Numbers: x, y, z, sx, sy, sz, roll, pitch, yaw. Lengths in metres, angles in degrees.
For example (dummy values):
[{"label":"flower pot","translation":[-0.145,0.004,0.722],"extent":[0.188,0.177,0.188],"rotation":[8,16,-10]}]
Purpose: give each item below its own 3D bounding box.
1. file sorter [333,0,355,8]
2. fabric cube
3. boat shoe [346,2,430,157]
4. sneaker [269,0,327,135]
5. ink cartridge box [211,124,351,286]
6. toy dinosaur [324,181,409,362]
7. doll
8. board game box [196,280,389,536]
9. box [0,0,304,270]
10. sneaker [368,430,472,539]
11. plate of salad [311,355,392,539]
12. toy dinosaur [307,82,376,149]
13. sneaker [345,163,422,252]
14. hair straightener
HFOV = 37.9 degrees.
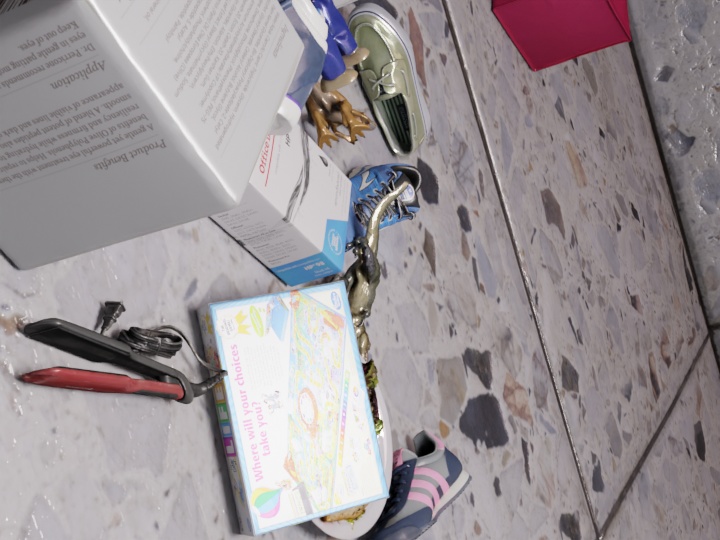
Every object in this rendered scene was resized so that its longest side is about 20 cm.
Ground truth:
[{"label":"file sorter","translation":[-0.054,-0.397,1.146],"extent":[0.124,0.138,0.201],"rotation":[-19,94,-60]},{"label":"fabric cube","translation":[0.365,-0.521,1.910],"extent":[0.196,0.200,0.200],"rotation":[43,42,-47]},{"label":"boat shoe","translation":[0.038,-0.235,1.308],"extent":[0.200,0.072,0.062],"rotation":[62,28,-29]},{"label":"sneaker","translation":[-0.120,-0.222,0.926],"extent":[0.200,0.081,0.147],"rotation":[25,68,-23]},{"label":"ink cartridge box","translation":[-0.090,-0.087,1.004],"extent":[0.200,0.067,0.116],"rotation":[44,41,-44]},{"label":"toy dinosaur","translation":[0.000,0.000,1.091],"extent":[0.088,0.047,0.201],"rotation":[2,103,-62]},{"label":"doll","translation":[-0.062,-0.274,1.034],"extent":[0.200,0.048,0.137],"rotation":[57,40,-32]},{"label":"board game box","translation":[-0.059,0.118,0.929],"extent":[0.134,0.034,0.201],"rotation":[-9,85,-28]},{"label":"box","translation":[-0.178,-0.139,0.726],"extent":[0.171,0.199,0.200],"rotation":[56,33,-33]},{"label":"sneaker","translation":[0.047,0.240,1.124],"extent":[0.082,0.070,0.200],"rotation":[54,29,4]},{"label":"plate of salad","translation":[-0.013,0.158,1.022],"extent":[0.200,0.048,0.201],"rotation":[31,52,-50]},{"label":"toy dinosaur","translation":[-0.043,-0.191,1.173],"extent":[0.200,0.060,0.106],"rotation":[44,17,-53]},{"label":"sneaker","translation":[0.012,-0.079,1.166],"extent":[0.079,0.089,0.200],"rotation":[66,31,-16]},{"label":"hair straightener","translation":[-0.173,0.058,0.807],"extent":[0.200,0.041,0.077],"rotation":[17,62,-53]}]
